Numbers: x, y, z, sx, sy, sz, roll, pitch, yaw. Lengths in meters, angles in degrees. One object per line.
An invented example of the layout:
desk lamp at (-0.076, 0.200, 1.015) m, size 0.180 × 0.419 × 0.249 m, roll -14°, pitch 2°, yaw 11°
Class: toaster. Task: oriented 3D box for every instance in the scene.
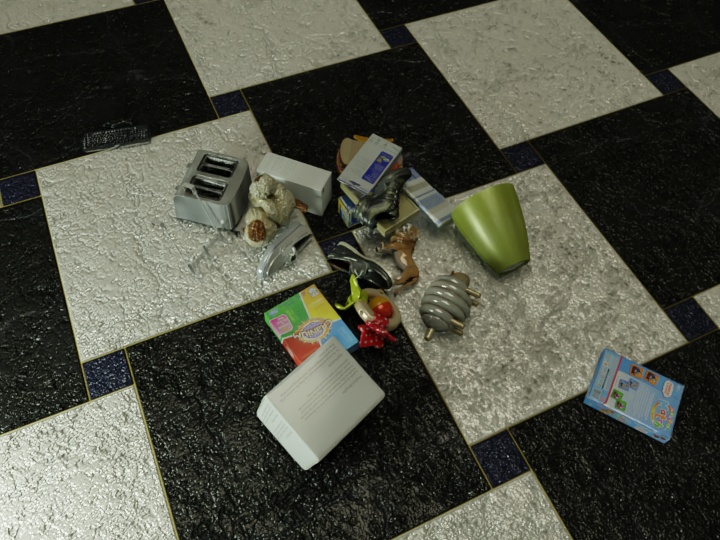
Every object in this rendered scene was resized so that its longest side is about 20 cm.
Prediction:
toaster at (-0.395, -0.215, 1.765) m, size 0.198 × 0.119 × 0.182 m, roll 14°, pitch 57°, yaw 6°

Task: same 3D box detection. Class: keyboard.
keyboard at (-0.731, -0.413, 1.924) m, size 0.198 × 0.040 × 0.105 m, roll -11°, pitch 58°, yaw -11°

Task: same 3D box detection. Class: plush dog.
plush dog at (-0.245, -0.139, 1.698) m, size 0.160 × 0.200 × 0.173 m, roll 32°, pitch 82°, yaw -9°

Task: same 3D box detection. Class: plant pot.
plant pot at (0.364, -0.096, 1.710) m, size 0.185 × 0.187 × 0.202 m, roll -18°, pitch 74°, yaw -15°

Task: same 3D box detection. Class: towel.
towel at (0.178, -0.203, 1.785) m, size 0.200 × 0.024 × 0.147 m, roll 45°, pitch 32°, yaw 9°

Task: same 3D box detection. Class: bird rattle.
bird rattle at (0.038, 0.098, 1.582) m, size 0.162 × 0.113 × 0.200 m, roll -8°, pitch 42°, yaw -46°

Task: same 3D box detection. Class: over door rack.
over door rack at (-0.420, -0.099, 1.642) m, size 0.066 × 0.201 × 0.148 m, roll 5°, pitch 49°, yaw 37°

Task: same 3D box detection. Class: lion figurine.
lion figurine at (0.116, -0.028, 1.708) m, size 0.121 × 0.073 × 0.202 m, roll -5°, pitch 70°, yaw -22°

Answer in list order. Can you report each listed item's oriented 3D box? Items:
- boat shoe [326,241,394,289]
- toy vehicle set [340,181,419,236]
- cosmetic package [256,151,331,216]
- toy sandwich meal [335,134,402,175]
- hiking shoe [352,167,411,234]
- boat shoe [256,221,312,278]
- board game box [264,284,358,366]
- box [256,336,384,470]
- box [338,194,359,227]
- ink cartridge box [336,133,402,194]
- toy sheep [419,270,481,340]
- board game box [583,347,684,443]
boat shoe at (0.000, 0.000, 1.671) m, size 0.199 × 0.072 × 0.068 m, roll 31°, pitch 53°, yaw 25°
toy vehicle set at (0.052, -0.196, 1.748) m, size 0.124 × 0.027 × 0.200 m, roll -31°, pitch 67°, yaw -21°
cosmetic package at (-0.183, -0.241, 1.799) m, size 0.198 × 0.113 × 0.082 m, roll 19°, pitch 57°, yaw 7°
toy sandwich meal at (0.027, -0.329, 1.892) m, size 0.203 × 0.071 × 0.207 m, roll 1°, pitch 56°, yaw -2°
hiking shoe at (0.075, -0.182, 1.688) m, size 0.200 × 0.076 × 0.101 m, roll -44°, pitch 82°, yaw -10°
boat shoe at (-0.195, -0.051, 1.693) m, size 0.066 × 0.074 × 0.201 m, roll 25°, pitch 58°, yaw 14°
board game box at (-0.121, 0.149, 1.585) m, size 0.152 × 0.040 × 0.200 m, roll -31°, pitch 63°, yaw -21°
box at (-0.089, 0.288, 1.380) m, size 0.199 × 0.200 × 0.171 m, roll -40°, pitch 81°, yaw -25°
box at (0.037, -0.197, 1.805) m, size 0.198 × 0.070 × 0.065 m, roll -25°, pitch 62°, yaw -18°
ink cartridge box at (0.025, -0.282, 1.759) m, size 0.099 × 0.039 × 0.201 m, roll 29°, pitch 60°, yaw 12°
toy sheep at (0.213, 0.088, 1.594) m, size 0.137 × 0.138 × 0.201 m, roll 27°, pitch 65°, yaw 14°
board game box at (0.651, 0.295, 1.535) m, size 0.198 × 0.037 × 0.152 m, roll 26°, pitch 59°, yaw 14°
